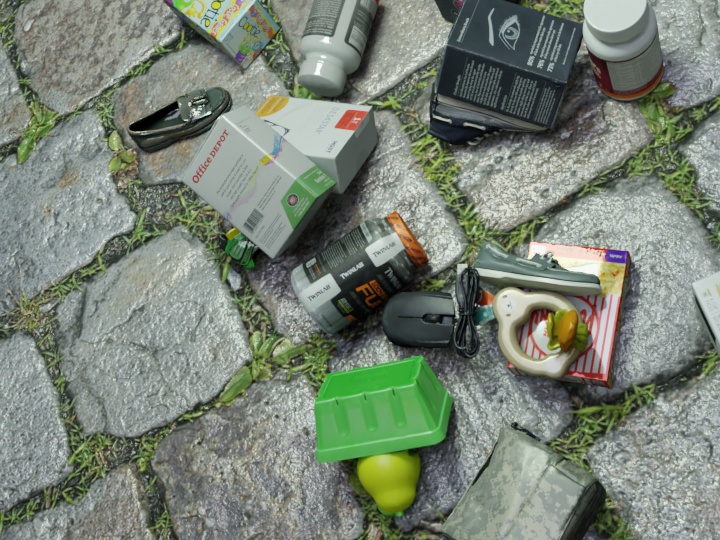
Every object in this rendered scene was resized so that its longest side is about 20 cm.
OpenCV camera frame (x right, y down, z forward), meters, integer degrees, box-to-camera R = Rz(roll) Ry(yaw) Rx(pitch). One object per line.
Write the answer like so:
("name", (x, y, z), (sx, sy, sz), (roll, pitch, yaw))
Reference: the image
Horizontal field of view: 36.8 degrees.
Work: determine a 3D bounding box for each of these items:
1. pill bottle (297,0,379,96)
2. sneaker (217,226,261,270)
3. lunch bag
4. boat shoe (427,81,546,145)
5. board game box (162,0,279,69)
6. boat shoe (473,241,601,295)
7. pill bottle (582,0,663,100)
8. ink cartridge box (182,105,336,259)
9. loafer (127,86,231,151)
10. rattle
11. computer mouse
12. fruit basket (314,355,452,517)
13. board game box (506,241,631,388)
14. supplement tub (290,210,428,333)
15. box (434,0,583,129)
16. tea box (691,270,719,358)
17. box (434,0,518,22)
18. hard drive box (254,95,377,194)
("pill bottle", (-0.042, -0.410, 1.879), (0.110, 0.111, 0.201), (11, 75, 24))
("sneaker", (-0.139, -0.079, 1.826), (0.200, 0.078, 0.085), (-40, 86, 0))
("lunch bag", (0.222, 0.330, 1.493), (0.167, 0.139, 0.201), (30, 83, 26))
("boat shoe", (0.203, -0.243, 1.756), (0.199, 0.093, 0.075), (17, 42, 2))
("board game box", (-0.264, -0.480, 1.991), (0.200, 0.105, 0.103), (40, 88, 29))
("boat shoe", (0.259, -0.005, 1.587), (0.199, 0.073, 0.062), (8, 78, 30))
("pill bottle", (0.397, -0.350, 1.639), (0.109, 0.200, 0.110), (-7, 68, 18))
("ink cartridge box", (-0.162, -0.142, 1.721), (0.200, 0.084, 0.145), (40, 121, 3))
("loafer", (-0.331, -0.280, 1.967), (0.199, 0.063, 0.072), (-26, 64, 10))
("rattle", (0.219, 0.067, 1.543), (0.200, 0.143, 0.131), (37, 106, 22))
("computer mouse", (0.095, 0.067, 1.639), (0.199, 0.053, 0.139), (-9, 77, 48))
("fruit basket", (0.039, 0.252, 1.613), (0.214, 0.156, 0.217), (4, 114, 10))
("board game box", (0.312, 0.064, 1.608), (0.151, 0.046, 0.201), (6, 73, 23))
("supplement tub", (0.000, 0.000, 1.707), (0.200, 0.123, 0.123), (-34, 63, 7))
("box", (0.233, -0.332, 1.694), (0.199, 0.105, 0.148), (19, 53, 7))
("tea box", (0.578, 0.083, 1.451), (0.196, 0.134, 0.201), (-23, 65, 12))
("box", (0.219, -0.510, 1.809), (0.106, 0.122, 0.200), (36, 86, 28))
("hard drive box", (-0.093, -0.213, 1.810), (0.199, 0.077, 0.156), (10, 44, 22))
